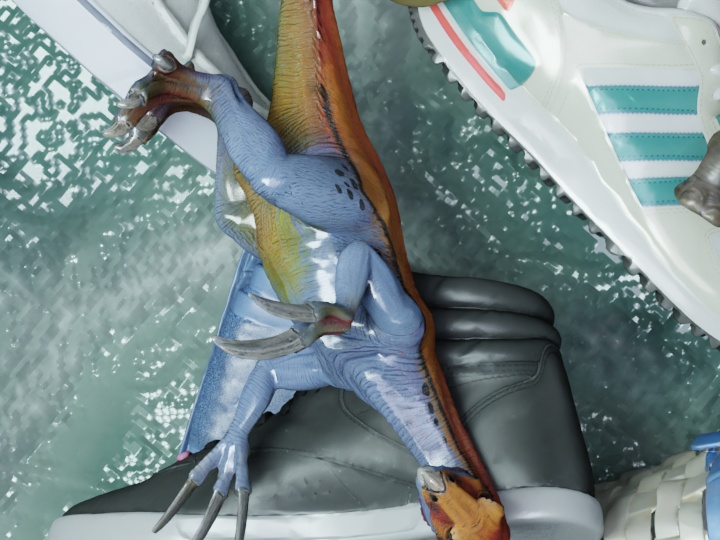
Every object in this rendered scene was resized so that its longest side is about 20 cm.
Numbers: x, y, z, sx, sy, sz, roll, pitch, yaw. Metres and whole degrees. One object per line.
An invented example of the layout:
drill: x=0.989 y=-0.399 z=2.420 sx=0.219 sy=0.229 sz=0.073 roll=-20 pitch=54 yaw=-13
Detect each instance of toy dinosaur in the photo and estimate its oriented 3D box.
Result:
toy dinosaur: x=0.000 y=0.000 z=0.944 sx=0.181 sy=0.105 sz=0.200 roll=40 pitch=74 yaw=2

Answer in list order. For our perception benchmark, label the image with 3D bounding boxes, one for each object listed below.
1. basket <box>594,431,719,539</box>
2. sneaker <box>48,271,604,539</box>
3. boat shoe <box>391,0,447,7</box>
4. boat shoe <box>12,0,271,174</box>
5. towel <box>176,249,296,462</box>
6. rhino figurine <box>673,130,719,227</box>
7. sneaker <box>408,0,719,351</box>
basket: x=0.155 y=0.134 z=1.025 sx=0.200 sy=0.139 sz=0.177 roll=-15 pitch=97 yaw=14
sneaker: x=-0.013 y=0.054 z=1.018 sx=0.200 sy=0.071 sz=0.099 roll=-9 pitch=67 yaw=22
boat shoe: x=0.067 y=-0.177 z=1.004 sx=0.201 sy=0.066 sz=0.072 roll=-46 pitch=53 yaw=-1
boat shoe: x=-0.081 y=-0.118 z=1.042 sx=0.202 sy=0.075 sz=0.086 roll=45 pitch=95 yaw=6
towel: x=-0.017 y=0.095 z=1.075 sx=0.112 sy=0.049 sz=0.200 roll=18 pitch=98 yaw=1
rhino figurine: x=0.202 y=-0.010 z=0.954 sx=0.200 sy=0.060 sz=0.088 roll=35 pitch=102 yaw=29
sneaker: x=0.113 y=-0.052 z=1.036 sx=0.200 sy=0.070 sz=0.093 roll=45 pitch=103 yaw=-1
